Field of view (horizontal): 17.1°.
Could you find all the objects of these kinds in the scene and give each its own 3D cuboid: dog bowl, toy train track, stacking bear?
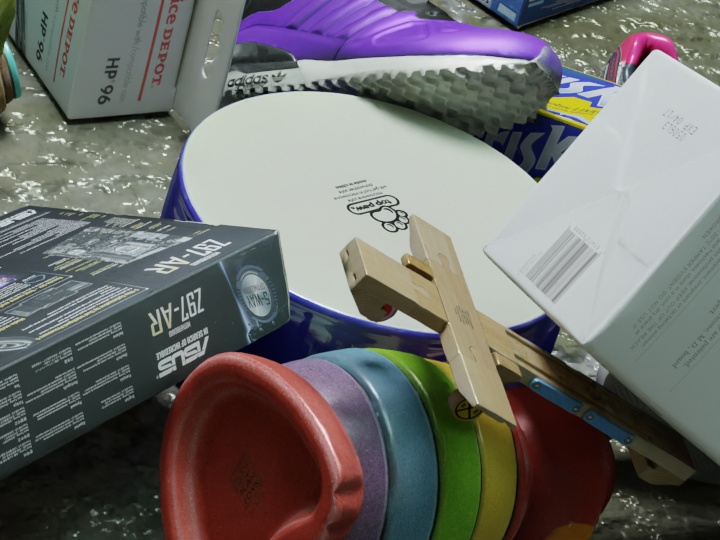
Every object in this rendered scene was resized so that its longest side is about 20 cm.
[{"bbox_3d":[0.000,0.000,1.142,0.199,0.079,0.200,12,34,-8],"label":"dog bowl"},{"bbox_3d":[0.061,0.046,0.983,0.200,0.033,0.115,30,27,-34],"label":"toy train track"},{"bbox_3d":[0.026,0.089,1.015,0.200,0.122,0.114,2,44,-38],"label":"stacking bear"}]

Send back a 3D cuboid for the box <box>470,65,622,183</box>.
[{"bbox_3d":[0.119,-0.057,1.247,0.200,0.070,0.064,22,32,33],"label":"box"}]

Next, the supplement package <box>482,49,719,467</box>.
[{"bbox_3d":[0.175,0.023,1.029,0.200,0.120,0.121,39,4,-26],"label":"supplement package"}]

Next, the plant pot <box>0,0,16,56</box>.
[{"bbox_3d":[-0.272,-0.131,1.129,0.184,0.201,0.200,34,36,4],"label":"plant pot"}]

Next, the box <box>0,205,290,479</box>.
[{"bbox_3d":[-0.152,0.027,1.009,0.160,0.044,0.200,6,23,37],"label":"box"}]

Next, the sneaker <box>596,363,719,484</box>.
[{"bbox_3d":[0.192,0.047,1.180,0.199,0.074,0.116,14,31,-23],"label":"sneaker"}]

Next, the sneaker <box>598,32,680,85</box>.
[{"bbox_3d":[0.178,-0.051,1.300,0.080,0.075,0.200,-5,41,-29],"label":"sneaker"}]

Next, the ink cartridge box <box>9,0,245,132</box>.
[{"bbox_3d":[-0.140,-0.162,1.274,0.068,0.116,0.200,-8,41,-32],"label":"ink cartridge box"}]

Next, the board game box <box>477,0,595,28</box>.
[{"bbox_3d":[0.119,-0.225,1.550,0.135,0.035,0.200,38,39,28],"label":"board game box"}]

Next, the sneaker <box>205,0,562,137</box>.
[{"bbox_3d":[0.013,-0.127,1.238,0.200,0.070,0.100,1,67,29],"label":"sneaker"}]

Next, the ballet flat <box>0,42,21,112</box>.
[{"bbox_3d":[-0.240,-0.144,1.266,0.072,0.068,0.200,-17,48,-14],"label":"ballet flat"}]
